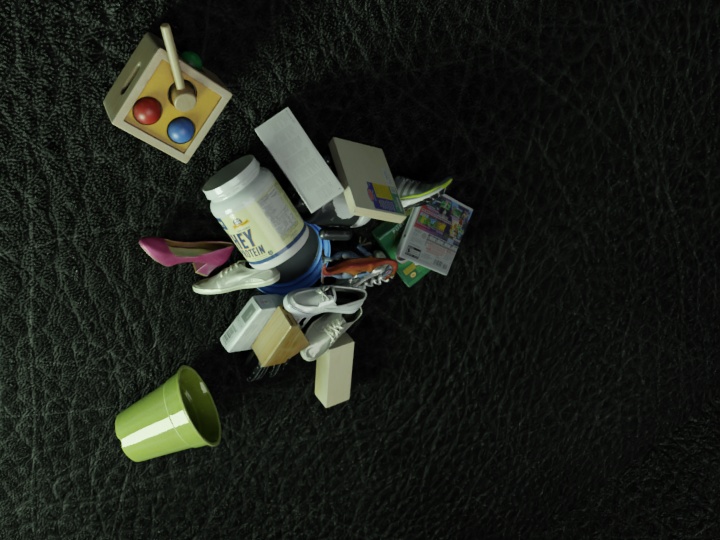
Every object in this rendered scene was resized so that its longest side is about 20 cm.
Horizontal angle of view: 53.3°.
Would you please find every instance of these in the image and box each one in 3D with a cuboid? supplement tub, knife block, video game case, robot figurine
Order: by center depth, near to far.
[{"bbox_3d":[-0.212,-0.118,1.459,0.145,0.145,0.200,-35,115,-3],"label":"supplement tub"},{"bbox_3d":[-0.057,-0.157,1.553,0.199,0.125,0.151,4,124,-31],"label":"robot figurine"},{"bbox_3d":[-0.212,0.181,1.677,0.175,0.064,0.200,-33,155,-7],"label":"knife block"},{"bbox_3d":[0.182,-0.097,1.756,0.200,0.023,0.183,20,93,-46],"label":"video game case"}]

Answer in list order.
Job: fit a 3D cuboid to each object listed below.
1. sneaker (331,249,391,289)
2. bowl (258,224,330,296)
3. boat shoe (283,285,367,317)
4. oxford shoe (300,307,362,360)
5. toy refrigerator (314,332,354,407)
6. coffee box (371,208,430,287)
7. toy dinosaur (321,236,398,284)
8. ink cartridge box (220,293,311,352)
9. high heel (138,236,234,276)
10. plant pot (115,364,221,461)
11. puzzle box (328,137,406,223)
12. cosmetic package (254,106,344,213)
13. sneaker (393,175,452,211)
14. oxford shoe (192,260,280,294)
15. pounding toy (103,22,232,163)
[{"bbox_3d":[-0.019,0.017,1.747,0.199,0.075,0.081,-27,113,-9],"label":"sneaker"},{"bbox_3d":[-0.166,-0.034,1.636,0.200,0.039,0.201,-16,129,-21],"label":"bowl"},{"bbox_3d":[-0.078,0.060,1.645,0.199,0.074,0.065,-4,152,-33],"label":"boat shoe"},{"bbox_3d":[-0.071,0.141,1.762,0.200,0.058,0.075,-45,112,-15],"label":"oxford shoe"},{"bbox_3d":[-0.071,0.255,1.879,0.076,0.070,0.201,-17,130,-28],"label":"toy refrigerator"},{"bbox_3d":[0.121,-0.062,1.779,0.123,0.044,0.200,-39,133,-3],"label":"coffee box"},{"bbox_3d":[0.000,0.000,1.643,0.181,0.200,0.106,1,110,-3],"label":"toy dinosaur"},{"bbox_3d":[-0.212,0.121,1.704,0.200,0.057,0.163,-7,144,-52],"label":"ink cartridge box"},{"bbox_3d":[-0.357,-0.050,1.489,0.096,0.067,0.200,-43,138,17],"label":"high heel"},{"bbox_3d":[-0.454,0.349,1.664,0.189,0.200,0.200,-24,132,4],"label":"plant pot"},{"bbox_3d":[0.013,-0.192,1.525,0.133,0.201,0.025,9,140,-34],"label":"puzzle box"},{"bbox_3d":[-0.122,-0.221,1.447,0.082,0.051,0.200,-34,92,-2],"label":"cosmetic package"},{"bbox_3d":[0.115,-0.186,1.643,0.199,0.081,0.074,-19,173,-3],"label":"sneaker"},{"bbox_3d":[-0.272,0.010,1.558,0.199,0.075,0.058,-10,112,14],"label":"oxford shoe"},{"bbox_3d":[-0.336,-0.320,1.265,0.184,0.142,0.200,27,106,-40],"label":"pounding toy"}]
